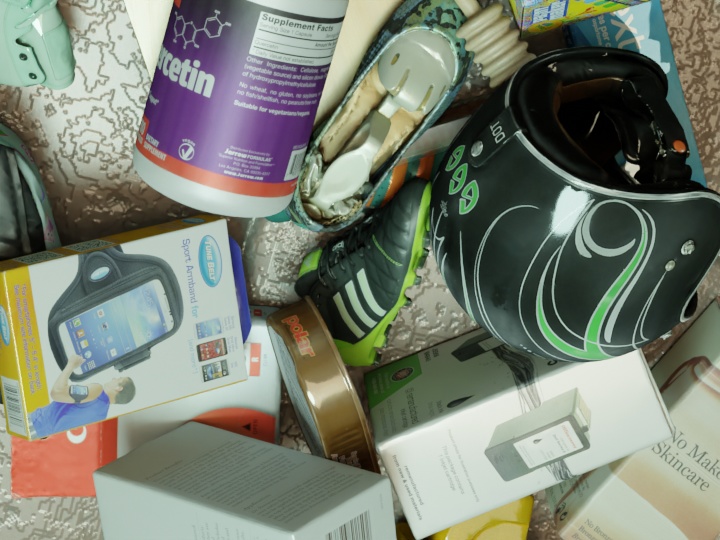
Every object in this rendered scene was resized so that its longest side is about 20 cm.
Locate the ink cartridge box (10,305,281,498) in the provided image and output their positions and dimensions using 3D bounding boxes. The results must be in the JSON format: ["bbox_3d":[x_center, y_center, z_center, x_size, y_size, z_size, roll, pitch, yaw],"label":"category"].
[{"bbox_3d":[-0.159,0.104,1.686,0.199,0.050,0.163,1,108,-8],"label":"ink cartridge box"}]

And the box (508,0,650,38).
[{"bbox_3d":[0.168,-0.283,1.502,0.192,0.122,0.201,-15,85,1],"label":"box"}]

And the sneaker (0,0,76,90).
[{"bbox_3d":[-0.202,-0.187,1.534,0.200,0.074,0.119,-13,117,45],"label":"sneaker"}]

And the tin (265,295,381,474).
[{"bbox_3d":[-0.024,0.100,1.632,0.042,0.112,0.200,-20,143,-4],"label":"tin"}]

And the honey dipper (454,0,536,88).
[{"bbox_3d":[0.047,-0.213,1.509,0.038,0.038,0.200,-33,95,7],"label":"honey dipper"}]

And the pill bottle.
[{"bbox_3d":[-0.075,-0.143,1.500,0.112,0.113,0.201,14,107,-9],"label":"pill bottle"}]

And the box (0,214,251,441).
[{"bbox_3d":[-0.157,0.035,1.581,0.199,0.041,0.120,-15,104,-30],"label":"box"}]

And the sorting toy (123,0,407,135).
[{"bbox_3d":[-0.060,-0.196,1.580,0.198,0.070,0.201,-17,109,2],"label":"sorting toy"}]

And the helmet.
[{"bbox_3d":[0.143,-0.032,1.524,0.199,0.201,0.191,12,134,-8],"label":"helmet"}]

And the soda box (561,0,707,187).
[{"bbox_3d":[0.189,-0.137,1.620,0.067,0.064,0.201,-17,108,2],"label":"soda box"}]

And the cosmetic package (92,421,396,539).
[{"bbox_3d":[-0.081,0.172,1.582,0.101,0.199,0.072,-25,117,-42],"label":"cosmetic package"}]

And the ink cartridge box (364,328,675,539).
[{"bbox_3d":[0.112,0.097,1.651,0.199,0.146,0.084,-22,108,3],"label":"ink cartridge box"}]

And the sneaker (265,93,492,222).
[{"bbox_3d":[0.025,-0.059,1.631,0.199,0.071,0.080,-18,106,1],"label":"sneaker"}]

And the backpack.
[{"bbox_3d":[-0.283,-0.008,1.599,0.166,0.127,0.201,-9,108,-14],"label":"backpack"}]

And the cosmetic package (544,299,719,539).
[{"bbox_3d":[0.242,0.136,1.704,0.103,0.087,0.200,36,103,-13],"label":"cosmetic package"}]

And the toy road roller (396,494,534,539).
[{"bbox_3d":[0.053,0.217,1.706,0.199,0.123,0.147,11,93,-8],"label":"toy road roller"}]

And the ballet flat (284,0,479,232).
[{"bbox_3d":[0.019,-0.105,1.544,0.074,0.074,0.200,31,103,-13],"label":"ballet flat"}]

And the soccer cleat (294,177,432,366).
[{"bbox_3d":[0.000,0.000,1.614,0.081,0.068,0.200,21,141,-3],"label":"soccer cleat"}]
